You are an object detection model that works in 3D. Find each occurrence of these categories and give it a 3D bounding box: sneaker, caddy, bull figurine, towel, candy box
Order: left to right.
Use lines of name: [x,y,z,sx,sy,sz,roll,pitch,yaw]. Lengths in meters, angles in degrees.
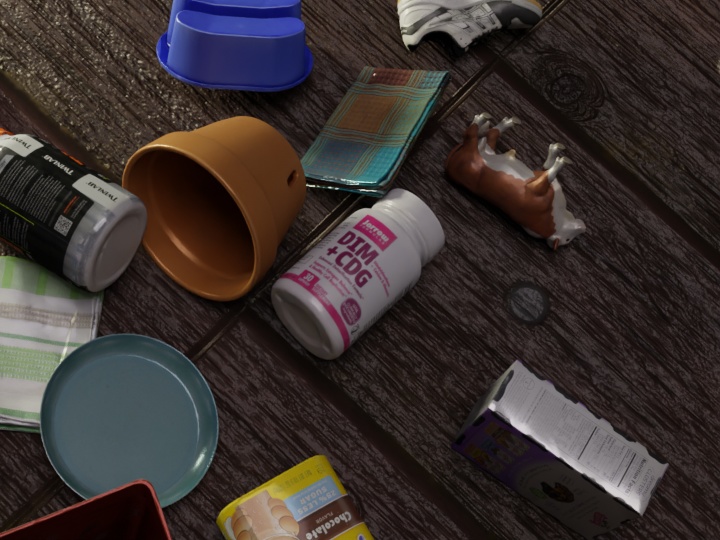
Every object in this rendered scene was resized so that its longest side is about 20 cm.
towel: [-0.370,0.081,1.384,0.147,0.031,0.202,8,66,-9]
caddy: [-0.155,-0.287,1.547,0.197,0.106,0.142,2,43,-11]
towel: [0.013,-0.178,1.533,0.145,0.022,0.201,10,57,35]
sneaker: [0.146,-0.325,1.651,0.197,0.076,0.089,0,83,-8]
bull figurine: [0.201,-0.112,1.543,0.199,0.122,0.065,29,28,9]
candy box: [0.217,0.205,1.376,0.199,0.168,0.072,34,67,3]

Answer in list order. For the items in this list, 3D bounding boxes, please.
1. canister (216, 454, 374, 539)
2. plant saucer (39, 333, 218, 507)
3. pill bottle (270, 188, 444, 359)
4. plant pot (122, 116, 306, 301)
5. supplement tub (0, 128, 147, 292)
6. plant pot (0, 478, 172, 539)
canister: [-0.048,0.318,1.320,0.147,0.087,0.201,-26,73,-21]
plant saucer: [-0.254,0.168,1.354,0.198,0.027,0.202,11,62,-21]
pill bottle: [0.000,0.000,1.449,0.113,0.114,0.200,44,66,9]
plant pot: [-0.156,-0.086,1.423,0.200,0.201,0.140,40,48,7]
supplement tub: [-0.351,-0.073,1.393,0.199,0.123,0.123,31,64,12]
plant pot: [-0.268,0.351,1.210,0.198,0.177,0.202,-19,71,-18]
